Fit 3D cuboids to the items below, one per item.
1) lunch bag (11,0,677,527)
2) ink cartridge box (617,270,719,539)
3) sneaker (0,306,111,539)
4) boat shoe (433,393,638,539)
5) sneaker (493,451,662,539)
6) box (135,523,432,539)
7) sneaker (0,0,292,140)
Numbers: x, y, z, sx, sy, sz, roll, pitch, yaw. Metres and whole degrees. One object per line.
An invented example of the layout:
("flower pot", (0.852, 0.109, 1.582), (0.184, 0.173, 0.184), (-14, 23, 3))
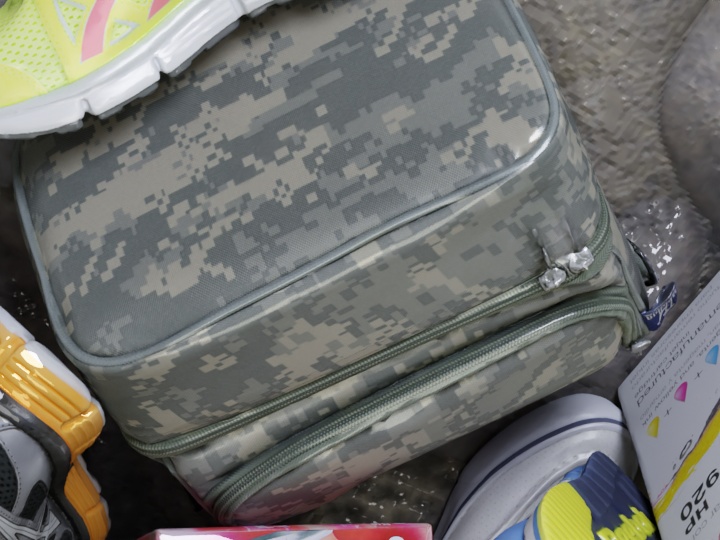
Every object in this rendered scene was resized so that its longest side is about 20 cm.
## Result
("lunch bag", (0.000, 0.000, 0.774), (0.200, 0.140, 0.168), (-26, 140, 2))
("ink cartridge box", (0.204, 0.073, 0.809), (0.144, 0.200, 0.147), (36, 106, -13))
("sneaker", (-0.140, 0.077, 0.765), (0.077, 0.078, 0.200), (-48, 168, -21))
("boat shoe", (0.052, 0.143, 0.901), (0.071, 0.070, 0.200), (34, 103, -30))
("sneaker", (0.079, 0.121, 0.807), (0.082, 0.074, 0.200), (-47, 162, 13))
("box", (-0.045, 0.149, 0.801), (0.099, 0.200, 0.096), (1, 78, -16))
("sneaker", (-0.072, -0.118, 0.723), (0.200, 0.078, 0.090), (-32, 115, -2))
